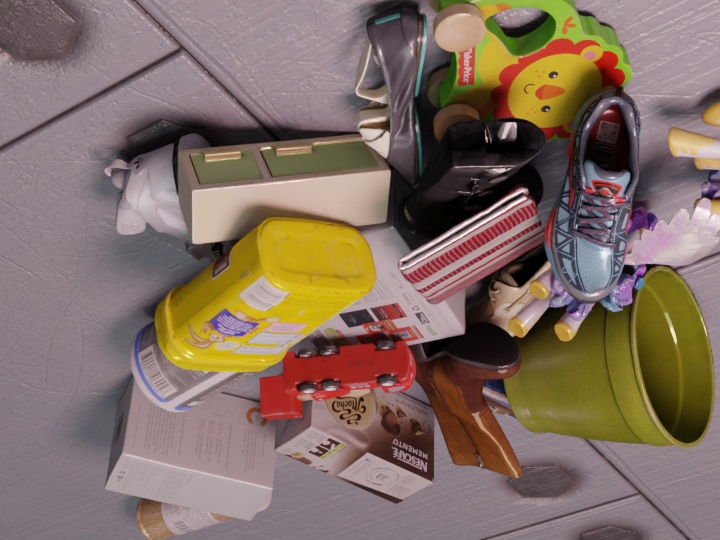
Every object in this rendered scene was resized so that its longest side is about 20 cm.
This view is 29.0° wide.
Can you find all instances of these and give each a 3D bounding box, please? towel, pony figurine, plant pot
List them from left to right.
[{"bbox_3d":[0.112,-0.023,1.371,0.143,0.023,0.200,-31,165,5],"label":"towel"},{"bbox_3d":[0.273,0.112,1.583,0.192,0.202,0.200,-13,140,36],"label":"plant pot"},{"bbox_3d":[0.246,-0.023,1.397,0.166,0.200,0.193,41,158,12],"label":"pony figurine"},{"bbox_3d":[0.420,-0.093,1.344,0.199,0.167,0.194,-2,138,31],"label":"pony figurine"}]

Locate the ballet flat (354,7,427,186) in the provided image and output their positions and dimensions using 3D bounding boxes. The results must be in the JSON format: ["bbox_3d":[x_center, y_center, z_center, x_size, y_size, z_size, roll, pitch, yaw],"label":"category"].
[{"bbox_3d":[0.028,-0.164,1.331,0.072,0.073,0.201,1,135,2],"label":"ballet flat"}]

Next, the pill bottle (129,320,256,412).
[{"bbox_3d":[-0.163,0.077,1.604,0.199,0.114,0.114,-29,132,33],"label":"pill bottle"}]

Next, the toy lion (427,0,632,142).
[{"bbox_3d":[0.159,-0.194,1.298,0.190,0.069,0.201,-6,143,-1],"label":"toy lion"}]

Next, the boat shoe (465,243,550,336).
[{"bbox_3d":[0.176,0.017,1.553,0.065,0.072,0.200,37,128,-24],"label":"boat shoe"}]

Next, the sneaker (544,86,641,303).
[{"bbox_3d":[0.214,-0.070,1.276,0.079,0.202,0.096,6,179,5],"label":"sneaker"}]

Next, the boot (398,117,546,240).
[{"bbox_3d":[0.132,-0.097,1.335,0.164,0.066,0.200,-19,164,-18],"label":"boot"}]

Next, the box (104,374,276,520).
[{"bbox_3d":[-0.214,0.227,1.784,0.199,0.125,0.098,16,140,-16],"label":"box"}]

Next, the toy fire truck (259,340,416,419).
[{"bbox_3d":[-0.029,0.127,1.592,0.198,0.049,0.141,-6,162,10],"label":"toy fire truck"}]

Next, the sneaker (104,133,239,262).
[{"bbox_3d":[-0.190,-0.056,1.473,0.114,0.075,0.201,-8,135,14],"label":"sneaker"}]

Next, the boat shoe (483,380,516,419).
[{"bbox_3d":[0.154,0.138,1.698,0.199,0.073,0.072,34,143,-26],"label":"boat shoe"}]

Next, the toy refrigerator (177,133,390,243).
[{"bbox_3d":[-0.076,-0.085,1.377,0.198,0.076,0.070,-7,127,-15],"label":"toy refrigerator"}]

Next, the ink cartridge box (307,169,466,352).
[{"bbox_3d":[0.000,0.000,1.523,0.174,0.084,0.200,-13,139,21],"label":"ink cartridge box"}]

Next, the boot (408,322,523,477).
[{"bbox_3d":[0.137,0.160,1.582,0.187,0.068,0.201,0,122,46],"label":"boot"}]

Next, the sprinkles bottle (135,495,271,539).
[{"bbox_3d":[-0.222,0.327,1.953,0.199,0.069,0.068,-21,136,26],"label":"sprinkles bottle"}]

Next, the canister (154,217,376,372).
[{"bbox_3d":[-0.095,0.026,1.397,0.148,0.087,0.200,5,153,-37],"label":"canister"}]

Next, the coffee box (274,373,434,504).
[{"bbox_3d":[-0.004,0.200,1.750,0.199,0.114,0.080,28,135,-28],"label":"coffee box"}]
